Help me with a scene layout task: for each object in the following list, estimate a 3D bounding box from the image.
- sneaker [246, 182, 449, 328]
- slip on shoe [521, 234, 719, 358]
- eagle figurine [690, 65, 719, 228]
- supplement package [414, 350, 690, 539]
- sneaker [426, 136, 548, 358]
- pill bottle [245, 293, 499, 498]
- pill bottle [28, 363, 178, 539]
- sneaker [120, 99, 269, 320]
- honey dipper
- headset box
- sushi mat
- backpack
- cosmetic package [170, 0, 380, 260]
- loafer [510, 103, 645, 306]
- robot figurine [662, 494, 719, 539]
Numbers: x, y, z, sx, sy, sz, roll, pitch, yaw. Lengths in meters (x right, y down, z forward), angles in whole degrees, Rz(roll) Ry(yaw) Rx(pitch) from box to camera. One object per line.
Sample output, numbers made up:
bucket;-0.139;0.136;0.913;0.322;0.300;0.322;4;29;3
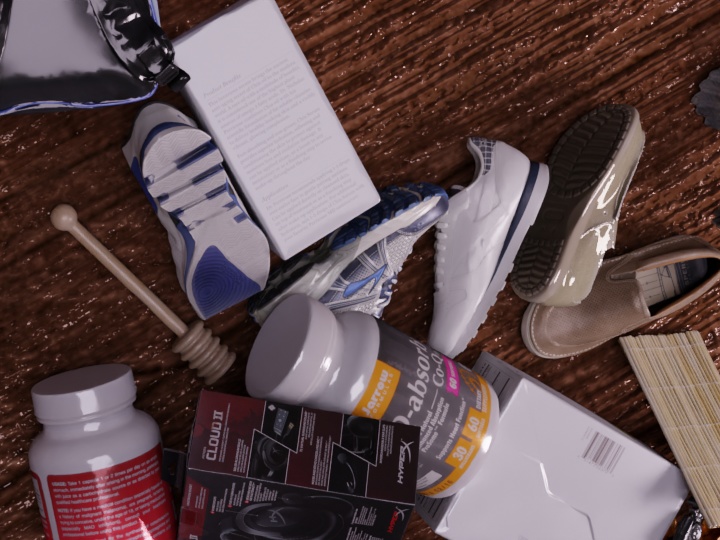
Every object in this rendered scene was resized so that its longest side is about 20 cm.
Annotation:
sneaker;0.000;0.000;1.279;0.199;0.077;0.085;-36;114;2
slip on shoe;0.243;0.025;1.344;0.198;0.061;0.077;-20;103;-11
eagle figurine;0.419;-0.109;1.338;0.198;0.152;0.152;3;118;-20
supplement package;0.168;0.195;1.324;0.199;0.111;0.157;30;90;-18
sneaker;0.095;-0.017;1.301;0.080;0.076;0.202;24;85;-8
pill bottle;0.010;0.104;1.230;0.199;0.116;0.117;29;91;-27
pill bottle;-0.214;0.186;1.224;0.111;0.112;0.202;-12;102;-12
sneaker;-0.141;-0.067;1.224;0.080;0.115;0.200;-24;133;-8
honey dipper;-0.186;0.016;1.246;0.038;0.038;0.200;-45;104;-4
headset box;-0.063;0.177;1.177;0.198;0.149;0.078;10;51;-3
sushi mat;0.311;0.139;1.329;0.095;0.012;0.201;-5;56;-26
backpack;-0.245;-0.225;1.134;0.198;0.154;0.193;-8;109;-19
cosmetic package;-0.077;-0.122;1.233;0.101;0.071;0.201;-30;105;-8
loafer;0.200;-0.055;1.316;0.068;0.075;0.201;33;82;-42
robot figurine;0.343;0.236;1.360;0.200;0.058;0.146;-40;121;-30
